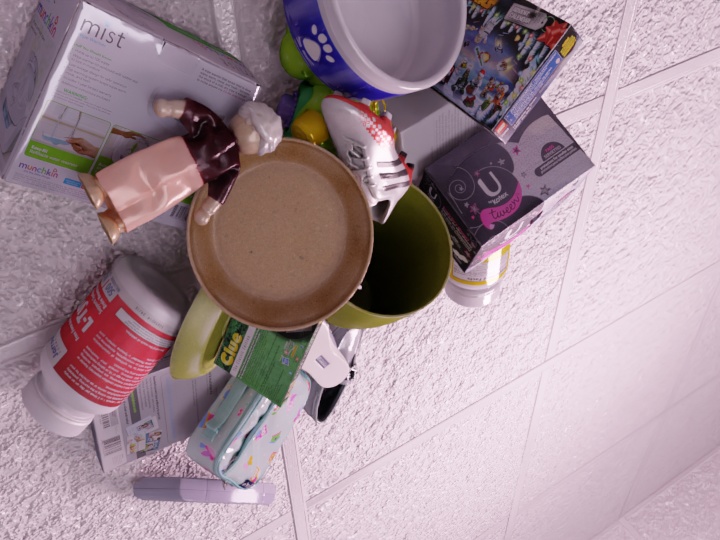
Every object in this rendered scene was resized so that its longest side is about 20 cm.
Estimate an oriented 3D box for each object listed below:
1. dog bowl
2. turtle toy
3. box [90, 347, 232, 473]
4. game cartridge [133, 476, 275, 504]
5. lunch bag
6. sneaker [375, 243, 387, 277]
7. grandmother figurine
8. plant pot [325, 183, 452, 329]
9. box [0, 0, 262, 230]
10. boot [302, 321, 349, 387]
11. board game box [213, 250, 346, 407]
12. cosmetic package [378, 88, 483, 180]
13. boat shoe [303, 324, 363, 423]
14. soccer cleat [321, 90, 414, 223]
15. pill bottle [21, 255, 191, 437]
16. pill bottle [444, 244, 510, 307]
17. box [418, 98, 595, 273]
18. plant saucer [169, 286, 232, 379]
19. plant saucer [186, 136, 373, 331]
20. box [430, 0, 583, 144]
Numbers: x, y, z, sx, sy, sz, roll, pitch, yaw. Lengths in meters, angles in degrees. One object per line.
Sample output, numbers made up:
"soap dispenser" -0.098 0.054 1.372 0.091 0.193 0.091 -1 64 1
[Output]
"dog bowl" 0.018 -0.280 0.743 0.197 0.078 0.205 1 89 -42
"turtle toy" -0.039 -0.187 0.828 0.145 0.100 0.202 -40 145 -27
"box" -0.272 0.180 1.004 0.197 0.041 0.158 -18 134 -27
"game cartridge" -0.232 0.342 1.123 0.131 0.041 0.198 -16 155 35
"lunch bag" -0.156 0.213 1.045 0.202 0.076 0.161 -58 158 -18
"sneaker" 0.043 -0.023 1.082 0.085 0.078 0.203 15 106 -36
"grandmother figurine" -0.161 -0.106 0.688 0.198 0.060 0.123 -29 131 -20
"plant pot" 0.000 0.000 0.970 0.184 0.190 0.200 -22 168 -24
"box" -0.225 -0.156 0.705 0.198 0.097 0.178 14 114 -46
"boot" -0.081 0.091 1.042 0.072 0.091 0.201 -32 144 -6
"board game box" -0.097 0.053 0.860 0.203 0.103 0.023 -64 170 21
"cosmetic package" 0.114 -0.212 0.956 0.198 0.071 0.102 -33 149 -14
"boat shoe" -0.035 0.157 1.162 0.069 0.072 0.203 5 121 -42
"soccer cleat" 0.005 -0.118 0.788 0.087 0.068 0.200 -65 155 -9
"pill bottle" -0.296 0.091 0.848 0.200 0.112 0.112 -47 141 4
"pill bottle" 0.178 -0.046 1.134 0.113 0.114 0.203 -25 138 -20
"box" 0.191 -0.115 0.978 0.198 0.133 0.115 -34 167 -12
"plant saucer" -0.167 0.052 0.900 0.202 0.031 0.200 -60 173 -12
"plant saucer" -0.084 -0.039 0.776 0.195 0.035 0.205 -2 101 -8
"box" 0.140 -0.257 0.847 0.138 0.200 0.040 -52 140 11
